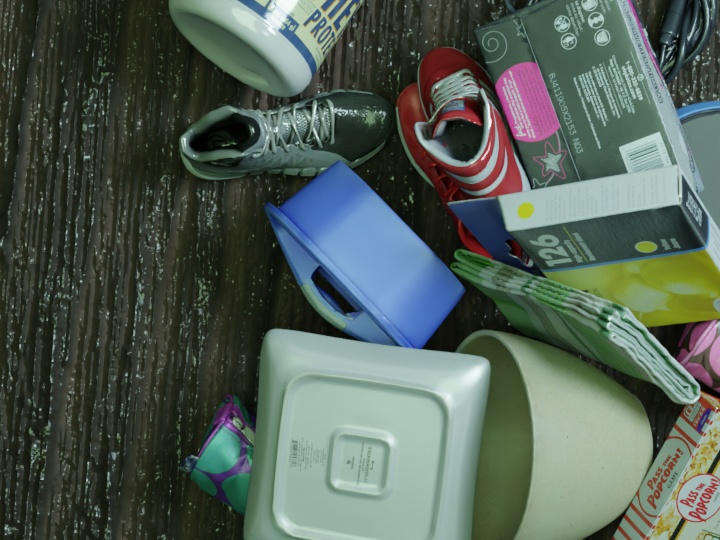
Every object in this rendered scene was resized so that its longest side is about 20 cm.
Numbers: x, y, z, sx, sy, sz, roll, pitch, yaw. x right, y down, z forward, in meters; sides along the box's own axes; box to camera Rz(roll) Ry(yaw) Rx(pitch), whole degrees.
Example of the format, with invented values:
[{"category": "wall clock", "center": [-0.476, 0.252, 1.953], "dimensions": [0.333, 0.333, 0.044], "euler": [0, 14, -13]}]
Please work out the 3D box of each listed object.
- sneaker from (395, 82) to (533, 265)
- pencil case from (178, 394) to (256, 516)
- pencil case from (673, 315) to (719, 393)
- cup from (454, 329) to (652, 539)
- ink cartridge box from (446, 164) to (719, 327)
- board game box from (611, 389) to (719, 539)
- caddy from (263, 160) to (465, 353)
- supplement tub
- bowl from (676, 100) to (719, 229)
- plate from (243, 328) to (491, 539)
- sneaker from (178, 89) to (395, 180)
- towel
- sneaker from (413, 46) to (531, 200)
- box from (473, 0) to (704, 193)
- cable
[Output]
[{"category": "sneaker", "center": [0.096, -0.084, 1.734], "dimensions": [0.078, 0.116, 0.201], "euler": [-34, 86, 2]}, {"category": "pencil case", "center": [-0.056, 0.196, 1.745], "dimensions": [0.199, 0.093, 0.085], "euler": [31, 56, 2]}, {"category": "pencil case", "center": [0.373, 0.086, 1.708], "dimensions": [0.199, 0.091, 0.094], "euler": [27, 57, -7]}, {"category": "cup", "center": [0.166, 0.154, 1.700], "dimensions": [0.142, 0.200, 0.202], "euler": [3, 88, -23]}, {"category": "ink cartridge box", "center": [0.198, -0.009, 1.617], "dimensions": [0.199, 0.198, 0.047], "euler": [-11, 59, 25]}, {"category": "board game box", "center": [0.336, 0.207, 1.687], "dimensions": [0.199, 0.046, 0.152], "euler": [24, 100, -25]}, {"category": "caddy", "center": [0.000, 0.000, 1.725], "dimensions": [0.105, 0.141, 0.200], "euler": [-44, 86, -4]}, {"category": "supplement tub", "center": [-0.060, -0.270, 1.727], "dimensions": [0.144, 0.145, 0.201], "euler": [32, 78, 4]}, {"category": "bowl", "center": [0.323, -0.053, 1.758], "dimensions": [0.199, 0.039, 0.202], "euler": [0, 88, 3]}, {"category": "plate", "center": [0.002, 0.161, 1.670], "dimensions": [0.198, 0.032, 0.201], "euler": [8, 101, 8]}, {"category": "sneaker", "center": [-0.067, -0.119, 1.745], "dimensions": [0.198, 0.115, 0.076], "euler": [-12, 87, 3]}, {"category": "towel", "center": [0.178, 0.050, 1.663], "dimensions": [0.199, 0.149, 0.031], "euler": [21, 74, 47]}, {"category": "sneaker", "center": [0.081, -0.137, 1.663], "dimensions": [0.071, 0.113, 0.201], "euler": [-29, 52, 10]}, {"category": "box", "center": [0.200, -0.137, 1.690], "dimensions": [0.131, 0.115, 0.201], "euler": [-21, 90, 16]}, {"category": "cable", "center": [0.240, -0.243, 1.765], "dimensions": [0.199, 0.051, 0.164], "euler": [-36, 86, 1]}]
